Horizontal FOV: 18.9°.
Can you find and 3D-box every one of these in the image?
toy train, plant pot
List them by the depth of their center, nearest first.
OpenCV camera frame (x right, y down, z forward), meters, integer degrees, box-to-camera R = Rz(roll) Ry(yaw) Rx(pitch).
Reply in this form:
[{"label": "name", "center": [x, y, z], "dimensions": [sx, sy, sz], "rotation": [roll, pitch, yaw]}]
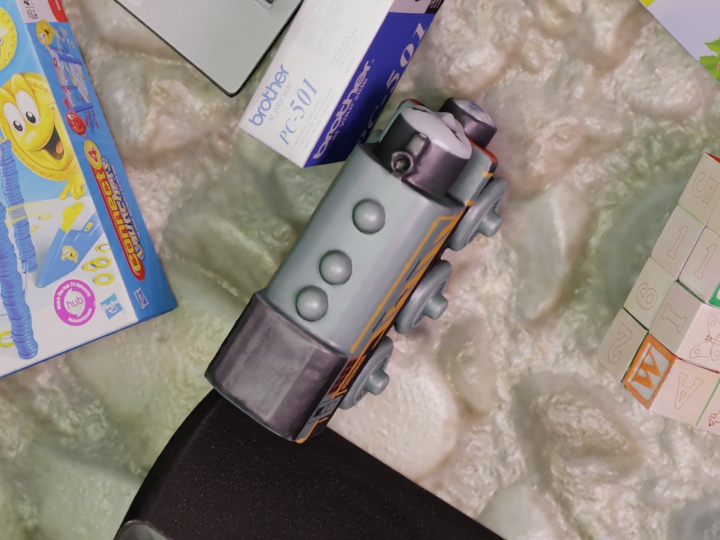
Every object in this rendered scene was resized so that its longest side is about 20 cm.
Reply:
[{"label": "toy train", "center": [0.000, 0.000, 1.102], "dimensions": [0.085, 0.114, 0.200], "rotation": [37, 103, 10]}, {"label": "plant pot", "center": [-0.061, 0.198, 1.114], "dimensions": [0.199, 0.177, 0.201], "rotation": [32, 105, 12]}]

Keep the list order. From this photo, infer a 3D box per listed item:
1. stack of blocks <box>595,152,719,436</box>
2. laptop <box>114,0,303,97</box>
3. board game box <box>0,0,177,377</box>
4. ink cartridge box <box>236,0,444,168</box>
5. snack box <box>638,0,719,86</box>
[{"label": "stack of blocks", "center": [0.213, -0.016, 1.033], "dimensions": [0.115, 0.059, 0.201], "rotation": [20, 105, -29]}, {"label": "laptop", "center": [-0.097, -0.223, 1.110], "dimensions": [0.187, 0.116, 0.200], "rotation": [40, 106, 10]}, {"label": "board game box", "center": [-0.229, -0.034, 1.203], "dimensions": [0.199, 0.056, 0.197], "rotation": [-22, 90, 18]}, {"label": "ink cartridge box", "center": [0.015, -0.150, 1.094], "dimensions": [0.044, 0.094, 0.201], "rotation": [33, 104, 11]}, {"label": "snack box", "center": [0.212, -0.183, 0.987], "dimensions": [0.200, 0.169, 0.068], "rotation": [-34, 55, 17]}]
